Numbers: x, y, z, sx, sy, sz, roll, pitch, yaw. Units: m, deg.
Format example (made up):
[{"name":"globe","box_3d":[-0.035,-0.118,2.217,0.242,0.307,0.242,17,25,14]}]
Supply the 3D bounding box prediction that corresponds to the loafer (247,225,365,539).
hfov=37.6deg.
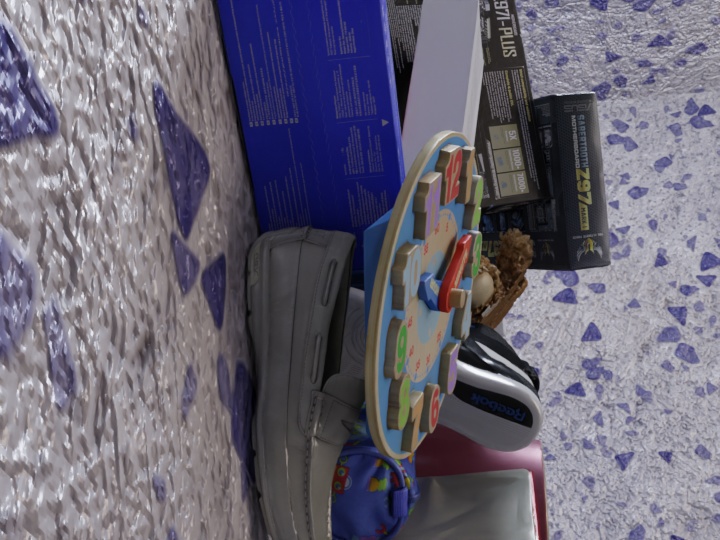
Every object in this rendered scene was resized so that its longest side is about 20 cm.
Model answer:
[{"name":"loafer","box_3d":[-0.027,0.074,0.624,0.070,0.069,0.204,16,70,-82]}]

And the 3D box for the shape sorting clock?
[{"name":"shape sorting clock","box_3d":[0.044,0.016,0.648,0.200,0.039,0.204,7,90,-69]}]

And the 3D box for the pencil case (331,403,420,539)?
[{"name":"pencil case","box_3d":[0.011,0.132,0.827,0.200,0.085,0.079,-69,158,-70]}]

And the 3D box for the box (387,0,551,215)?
[{"name":"box","box_3d":[0.068,-0.148,0.956,0.086,0.162,0.203,-14,-94,65]}]

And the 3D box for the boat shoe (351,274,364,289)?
[{"name":"boat shoe","box_3d":[0.000,0.000,0.901,0.073,0.071,0.202,-92,-177,-49]}]

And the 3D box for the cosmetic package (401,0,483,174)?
[{"name":"cosmetic package","box_3d":[0.062,-0.108,0.828,0.083,0.050,0.203,76,22,-63]}]

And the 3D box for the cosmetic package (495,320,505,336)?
[{"name":"cosmetic package","box_3d":[0.088,-0.021,1.226,0.052,0.148,0.204,44,43,-79]}]

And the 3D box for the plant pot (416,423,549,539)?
[{"name":"plant pot","box_3d":[0.085,0.228,0.991,0.200,0.176,0.204,-3,90,-83]}]

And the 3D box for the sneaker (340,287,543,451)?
[{"name":"sneaker","box_3d":[0.048,0.064,0.827,0.074,0.198,0.112,-59,-175,18]}]

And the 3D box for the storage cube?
[{"name":"storage cube","box_3d":[0.059,0.276,0.802,0.201,0.168,0.182,-74,158,-66]}]

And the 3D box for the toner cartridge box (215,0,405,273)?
[{"name":"toner cartridge box","box_3d":[-0.024,-0.094,0.637,0.043,0.093,0.203,-81,166,-59]}]

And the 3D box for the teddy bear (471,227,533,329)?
[{"name":"teddy bear","box_3d":[0.093,0.021,0.957,0.199,0.067,0.146,-27,154,-58]}]

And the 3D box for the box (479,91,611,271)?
[{"name":"box","box_3d":[0.164,-0.082,1.032,0.200,0.050,0.161,-178,-97,-69]}]
